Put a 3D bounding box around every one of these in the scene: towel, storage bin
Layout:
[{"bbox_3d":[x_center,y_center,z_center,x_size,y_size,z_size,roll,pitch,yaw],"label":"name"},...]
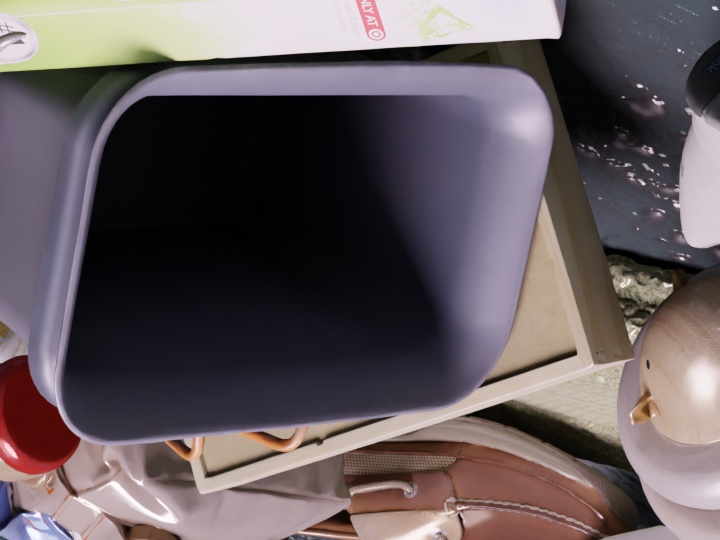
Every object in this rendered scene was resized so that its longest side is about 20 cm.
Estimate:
[{"bbox_3d":[0.084,0.037,1.220,0.199,0.037,0.149,15,152,25],"label":"towel"},{"bbox_3d":[-0.056,-0.020,1.000,0.199,0.147,0.134,-4,-158,-41],"label":"storage bin"}]

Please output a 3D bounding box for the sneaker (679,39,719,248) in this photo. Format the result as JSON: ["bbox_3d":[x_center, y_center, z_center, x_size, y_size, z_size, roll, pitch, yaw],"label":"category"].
[{"bbox_3d":[0.195,-0.007,0.965,0.199,0.075,0.087,31,144,14],"label":"sneaker"}]

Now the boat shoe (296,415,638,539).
[{"bbox_3d":[0.029,0.103,1.272,0.199,0.072,0.076,9,161,35],"label":"boat shoe"}]

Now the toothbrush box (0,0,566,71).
[{"bbox_3d":[-0.045,-0.142,0.855,0.199,0.086,0.146,-3,138,14],"label":"toothbrush box"}]

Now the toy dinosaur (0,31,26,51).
[{"bbox_3d":[-0.168,-0.023,0.923,0.102,0.077,0.201,33,148,17],"label":"toy dinosaur"}]

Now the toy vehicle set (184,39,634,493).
[{"bbox_3d":[0.000,0.000,1.087,0.199,0.125,0.026,-20,173,39],"label":"toy vehicle set"}]

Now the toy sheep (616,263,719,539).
[{"bbox_3d":[0.170,0.061,1.072,0.137,0.139,0.200,2,152,43],"label":"toy sheep"}]

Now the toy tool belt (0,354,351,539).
[{"bbox_3d":[-0.108,0.074,1.207,0.199,0.126,0.122,6,165,-44],"label":"toy tool belt"}]

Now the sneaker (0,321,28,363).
[{"bbox_3d":[-0.129,-0.015,1.245,0.073,0.116,0.200,29,154,0],"label":"sneaker"}]

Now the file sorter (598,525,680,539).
[{"bbox_3d":[0.156,0.188,1.265,0.138,0.125,0.200,-11,161,-16],"label":"file sorter"}]
